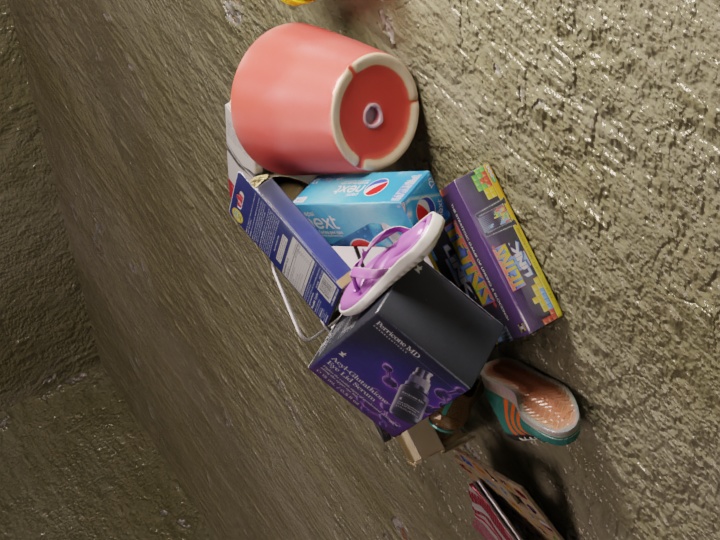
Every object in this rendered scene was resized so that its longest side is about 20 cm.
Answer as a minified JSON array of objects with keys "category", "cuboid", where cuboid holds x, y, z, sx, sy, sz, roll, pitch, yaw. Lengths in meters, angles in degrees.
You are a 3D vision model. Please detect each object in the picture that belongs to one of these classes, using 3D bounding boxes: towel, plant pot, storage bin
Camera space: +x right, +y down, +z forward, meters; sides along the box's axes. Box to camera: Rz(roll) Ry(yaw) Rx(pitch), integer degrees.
[{"category":"towel","cuboid":[0.202,0.384,1.937,0.145,0.023,0.201,53,170,26]},{"category":"plant pot","cuboid":[-0.034,-0.205,1.700,0.176,0.199,0.203,17,130,49]},{"category":"storage bin","cuboid":[0.068,0.162,1.903,0.202,0.093,0.199,64,175,5]}]

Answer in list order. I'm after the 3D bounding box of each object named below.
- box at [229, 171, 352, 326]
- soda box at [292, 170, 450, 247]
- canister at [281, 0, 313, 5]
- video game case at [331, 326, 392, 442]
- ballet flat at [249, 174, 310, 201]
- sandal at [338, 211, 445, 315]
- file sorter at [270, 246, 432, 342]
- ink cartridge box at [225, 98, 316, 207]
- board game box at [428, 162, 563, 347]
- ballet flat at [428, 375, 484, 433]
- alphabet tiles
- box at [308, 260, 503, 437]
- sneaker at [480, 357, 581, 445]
[{"category":"box","cuboid":[-0.087,-0.034,1.707,0.200,0.032,0.121,48,156,11]},{"category":"soda box","cuboid":[0.009,-0.073,1.648,0.199,0.064,0.068,3,131,47]},{"category":"canister","cuboid":[-0.053,-0.411,1.641,0.199,0.086,0.150,-1,113,66]},{"category":"video game case","cuboid":[-0.001,0.159,1.980,0.144,0.019,0.200,62,175,24]},{"category":"ballet flat","cuboid":[-0.093,-0.101,1.820,0.199,0.067,0.047,23,155,48]},{"category":"sandal","cuboid":[0.026,-0.018,1.562,0.050,0.083,0.202,37,136,-12]},{"category":"file sorter","cuboid":[0.000,0.000,1.793,0.198,0.124,0.140,-17,99,35]},{"category":"ink cartridge box","cuboid":[-0.111,-0.173,1.955,0.083,0.146,0.201,51,156,29]},{"category":"board game box","cuboid":[0.147,-0.009,1.650,0.202,0.056,0.165,64,160,3]},{"category":"ballet flat","cuboid":[0.131,0.135,1.760,0.067,0.200,0.073,24,115,8]},{"category":"alphabet tiles","cuboid":[0.205,0.315,1.857,0.168,0.008,0.199,52,167,-27]},{"category":"box","cuboid":[0.052,0.093,1.645,0.147,0.105,0.200,38,145,-6]},{"category":"sneaker","cuboid":[0.216,0.178,1.681,0.200,0.071,0.081,41,151,62]}]
